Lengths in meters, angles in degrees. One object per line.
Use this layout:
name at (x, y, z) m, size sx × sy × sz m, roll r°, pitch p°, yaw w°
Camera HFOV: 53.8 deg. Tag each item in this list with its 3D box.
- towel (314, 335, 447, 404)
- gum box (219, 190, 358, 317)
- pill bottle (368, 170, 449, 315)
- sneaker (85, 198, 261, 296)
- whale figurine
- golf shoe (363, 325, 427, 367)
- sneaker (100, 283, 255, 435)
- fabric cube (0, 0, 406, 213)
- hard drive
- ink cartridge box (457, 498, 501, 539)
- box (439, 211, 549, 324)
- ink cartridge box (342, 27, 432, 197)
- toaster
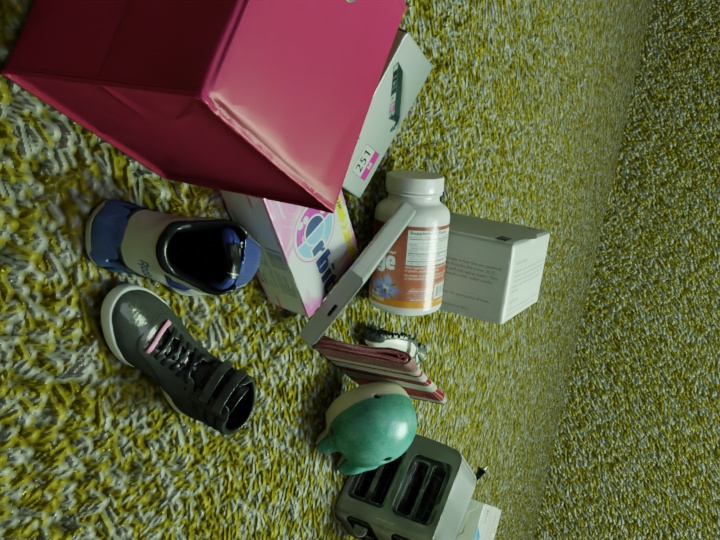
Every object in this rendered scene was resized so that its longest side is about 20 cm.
towel at (0.036, 0.146, 1.025) m, size 0.200 × 0.144 × 0.023 m, roll 50°, pitch 53°, yaw -56°
gum box at (-0.073, -0.051, 0.810) m, size 0.114 × 0.066 × 0.200 m, roll -51°, pitch 145°, yaw -31°
pill bottle at (0.073, -0.043, 1.053) m, size 0.112 × 0.112 × 0.201 m, roll -22°, pitch 119°, yaw -58°
sneaker at (-0.141, -0.008, 0.658) m, size 0.199 × 0.115 × 0.081 m, roll 16°, pitch 87°, yaw -63°
whale figurine at (0.015, 0.252, 1.038) m, size 0.159 × 0.104 × 0.200 m, roll -9°, pitch 137°, yaw -20°
golf shoe at (0.054, 0.147, 1.133) m, size 0.200 × 0.078 × 0.095 m, roll 38°, pitch 68°, yaw -59°
sneaker at (-0.162, 0.087, 0.676) m, size 0.071 × 0.099 × 0.200 m, roll -58°, pitch 145°, yaw -30°
fabric cube at (-0.107, -0.185, 0.559) m, size 0.196 × 0.200 × 0.200 m, roll 39°, pitch 68°, yaw -61°
hard drive at (0.000, 0.000, 0.922) m, size 0.132 × 0.027 × 0.200 m, roll -52°, pitch -179°, yaw 36°
ink cartridge box at (0.289, 0.639, 1.785) m, size 0.200 × 0.068 × 0.115 m, roll 43°, pitch 63°, yaw -58°
box at (0.184, -0.013, 1.181) m, size 0.199 × 0.200 × 0.131 m, roll -16°, pitch 116°, yaw -59°
ink cartridge box at (-0.004, -0.207, 0.861) m, size 0.200 × 0.044 × 0.174 m, roll -61°, pitch 153°, yaw 2°
toaster at (0.082, 0.363, 1.161) m, size 0.200 × 0.180 × 0.119 m, roll -62°, pitch 147°, yaw -26°
